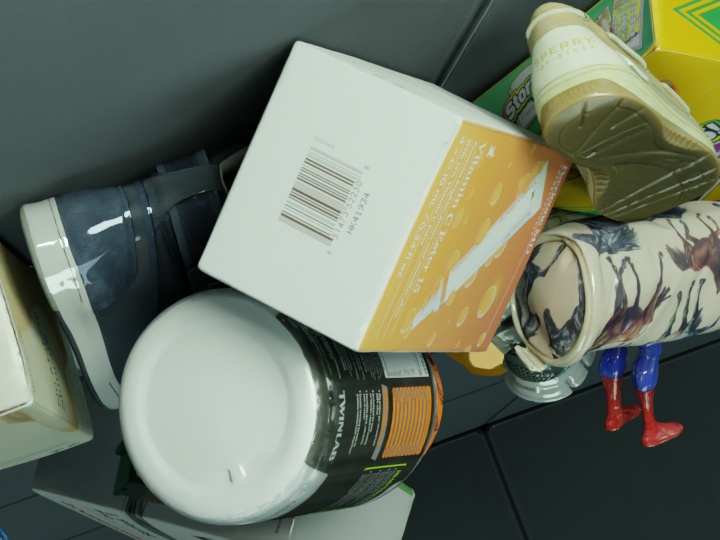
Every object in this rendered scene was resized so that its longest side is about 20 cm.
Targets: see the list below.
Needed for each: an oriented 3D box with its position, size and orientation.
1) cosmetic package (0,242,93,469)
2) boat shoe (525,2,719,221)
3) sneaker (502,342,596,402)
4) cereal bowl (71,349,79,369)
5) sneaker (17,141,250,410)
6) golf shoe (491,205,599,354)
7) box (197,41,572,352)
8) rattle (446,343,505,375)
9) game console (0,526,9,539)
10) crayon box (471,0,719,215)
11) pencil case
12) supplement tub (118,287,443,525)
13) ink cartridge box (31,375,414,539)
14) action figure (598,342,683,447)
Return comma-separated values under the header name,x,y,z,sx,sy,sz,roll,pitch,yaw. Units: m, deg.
name,x,y,z,sx,sy,sz,roll,pitch,yaw
cosmetic package,-0.209,0.048,1.266,0.071,0.106,0.200,-18,172,-1
boat shoe,0.136,-0.080,1.199,0.073,0.063,0.201,-24,157,19
sneaker,0.150,-0.010,1.575,0.077,0.201,0.091,15,163,25
cereal bowl,-0.096,0.020,1.424,0.199,0.084,0.200,-21,170,-4
sneaker,-0.098,0.004,1.264,0.146,0.077,0.202,-20,156,-6
golf shoe,0.107,-0.034,1.402,0.078,0.097,0.200,-41,-178,29
box,0.019,-0.032,1.174,0.125,0.097,0.200,-66,160,8
rattle,0.072,0.044,1.574,0.130,0.143,0.200,-24,-164,-15
game console,-0.319,0.125,1.301,0.170,0.119,0.200,-15,-179,-27
crayon box,0.178,-0.093,1.306,0.172,0.059,0.200,6,156,-29
pencil case,0.175,0.008,1.314,0.199,0.090,0.078,-8,-156,-36
supplement tub,-0.035,0.072,1.237,0.122,0.123,0.200,-25,168,20
ink cartridge box,-0.088,0.140,1.465,0.199,0.085,0.146,10,165,30
action figure,0.201,0.008,1.550,0.099,0.201,0.065,-28,-149,-32
